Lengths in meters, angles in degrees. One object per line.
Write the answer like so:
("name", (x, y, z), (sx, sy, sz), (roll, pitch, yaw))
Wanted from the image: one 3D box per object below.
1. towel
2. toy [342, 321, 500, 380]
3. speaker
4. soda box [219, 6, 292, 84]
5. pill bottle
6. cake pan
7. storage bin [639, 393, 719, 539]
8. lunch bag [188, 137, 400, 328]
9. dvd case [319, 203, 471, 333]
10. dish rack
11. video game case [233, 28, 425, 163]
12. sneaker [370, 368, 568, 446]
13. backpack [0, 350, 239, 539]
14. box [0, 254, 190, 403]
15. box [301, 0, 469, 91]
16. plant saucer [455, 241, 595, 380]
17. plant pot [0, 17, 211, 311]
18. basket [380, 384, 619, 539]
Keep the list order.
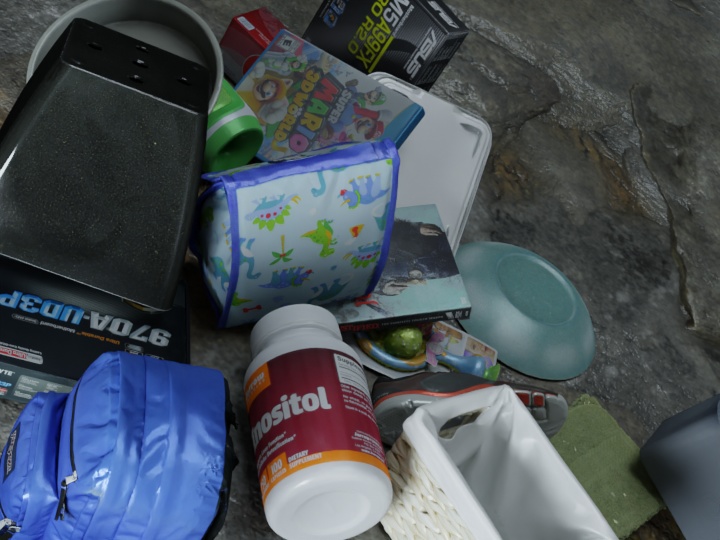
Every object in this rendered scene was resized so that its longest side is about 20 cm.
("towel", (0.228, 0.212, 1.505), (0.148, 0.037, 0.200), (48, 39, 15))
("toy", (0.056, 0.064, 1.524), (0.200, 0.047, 0.115), (29, 37, -8))
("speaker", (-0.191, -0.192, 1.580), (0.088, 0.089, 0.200), (-19, 61, -46))
("soda box", (-0.074, -0.207, 1.695), (0.200, 0.070, 0.063), (45, 38, 13))
("pill bottle", (-0.044, 0.133, 1.327), (0.113, 0.113, 0.200), (11, 43, -27))
("cake pan", (-0.237, -0.192, 1.513), (0.199, 0.037, 0.201), (0, 65, 1))
("storage bin", (0.387, 0.210, 1.507), (0.145, 0.134, 0.200), (-35, 97, -51))
("lunch bag", (-0.062, -0.049, 1.392), (0.170, 0.200, 0.128), (-15, 68, -19))
("dvd case", (0.000, 0.000, 1.515), (0.199, 0.022, 0.146), (-7, 51, -11))
("dish rack", (0.054, -0.106, 1.616), (0.171, 0.044, 0.201), (23, 76, -14))
("video game case", (-0.050, -0.162, 1.594), (0.200, 0.018, 0.143), (32, 77, 24))
("sneaker", (0.104, 0.123, 1.452), (0.199, 0.077, 0.082), (3, 34, -11))
("backpack", (-0.186, 0.164, 1.120), (0.167, 0.200, 0.163), (14, 43, -25))
("box", (-0.250, 0.053, 1.312), (0.199, 0.046, 0.159), (17, 41, -22))
("box", (0.015, -0.253, 1.702), (0.044, 0.200, 0.160), (-17, 62, -47))
("plant saucer", (0.188, 0.032, 1.662), (0.200, 0.039, 0.201), (21, 40, -19))
("plant pot", (-0.232, -0.111, 1.348), (0.199, 0.178, 0.200), (20, 23, -13))
("basket", (0.115, 0.224, 1.339), (0.135, 0.123, 0.200), (-10, 57, -43))
